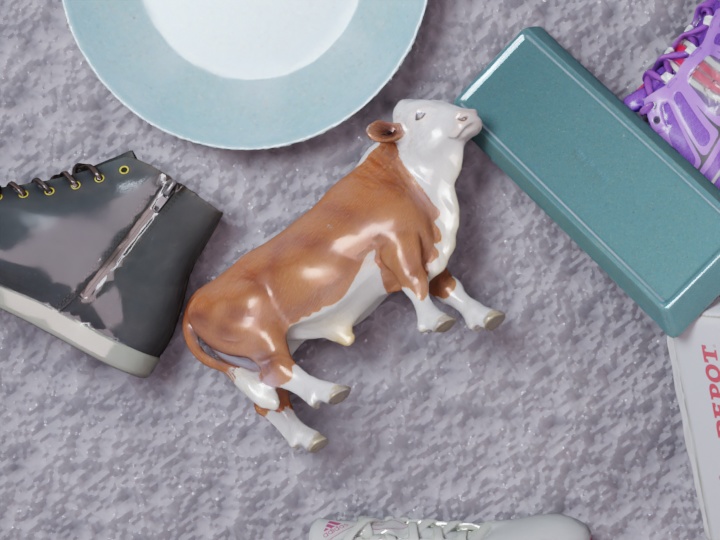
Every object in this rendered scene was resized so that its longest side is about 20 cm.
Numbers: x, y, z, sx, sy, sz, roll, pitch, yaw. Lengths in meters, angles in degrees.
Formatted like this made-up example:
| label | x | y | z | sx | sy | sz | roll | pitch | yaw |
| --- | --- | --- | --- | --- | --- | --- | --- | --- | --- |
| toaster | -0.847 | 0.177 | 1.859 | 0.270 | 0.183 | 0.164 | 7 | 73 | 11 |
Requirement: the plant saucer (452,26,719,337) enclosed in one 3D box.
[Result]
| label | x | y | z | sx | sy | sz | roll | pitch | yaw |
| --- | --- | --- | --- | --- | --- | --- | --- | --- | --- |
| plant saucer | 0.121 | -0.052 | 1.139 | 0.070 | 0.019 | 0.200 | -45 | 51 | 4 |

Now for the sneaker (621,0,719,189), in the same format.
| label | x | y | z | sx | sy | sz | roll | pitch | yaw |
| --- | --- | --- | --- | --- | --- | --- | --- | --- | --- |
| sneaker | 0.182 | -0.103 | 1.163 | 0.083 | 0.081 | 0.201 | 13 | 94 | 8 |

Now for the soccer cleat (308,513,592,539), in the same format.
| label | x | y | z | sx | sy | sz | roll | pitch | yaw |
| --- | --- | --- | --- | --- | --- | --- | --- | --- | --- |
| soccer cleat | 0.022 | 0.160 | 1.187 | 0.199 | 0.070 | 0.087 | -25 | 91 | 5 |

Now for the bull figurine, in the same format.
| label | x | y | z | sx | sy | sz | roll | pitch | yaw |
| --- | --- | --- | --- | --- | --- | --- | --- | --- | --- |
| bull figurine | 0.000 | 0.000 | 1.177 | 0.200 | 0.065 | 0.122 | -37 | 65 | 10 |

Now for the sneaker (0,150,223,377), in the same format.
| label | x | y | z | sx | sy | sz | roll | pitch | yaw |
| --- | --- | --- | --- | --- | --- | --- | --- | --- | --- |
| sneaker | -0.178 | -0.033 | 1.195 | 0.199 | 0.075 | 0.107 | 27 | 89 | -7 |

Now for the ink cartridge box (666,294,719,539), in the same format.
| label | x | y | z | sx | sy | sz | roll | pitch | yaw |
| --- | --- | --- | --- | --- | --- | --- | --- | --- | --- |
| ink cartridge box | 0.265 | 0.074 | 1.095 | 0.199 | 0.083 | 0.146 | 7 | 122 | 37 |

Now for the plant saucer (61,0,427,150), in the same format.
| label | x | y | z | sx | sy | sz | roll | pitch | yaw |
| --- | --- | --- | --- | --- | --- | --- | --- | --- | --- |
| plant saucer | -0.061 | -0.165 | 1.193 | 0.200 | 0.039 | 0.202 | 0 | 92 | 3 |
